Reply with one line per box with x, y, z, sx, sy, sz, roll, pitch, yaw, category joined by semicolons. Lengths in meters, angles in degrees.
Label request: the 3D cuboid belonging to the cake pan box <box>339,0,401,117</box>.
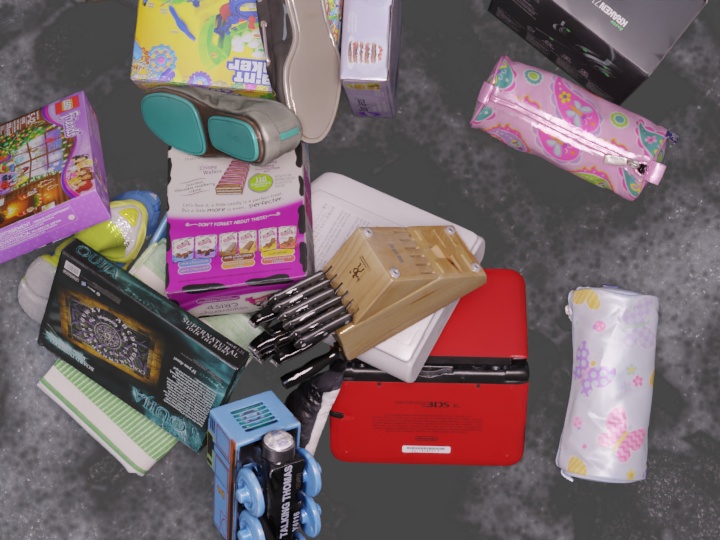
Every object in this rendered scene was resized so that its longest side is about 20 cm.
0.014;-0.263;1.261;0.052;0.184;0.201;3;88;2;cake pan box

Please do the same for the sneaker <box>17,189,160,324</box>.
-0.265;-0.015;1.308;0.200;0.105;0.076;-33;100;37;sneaker

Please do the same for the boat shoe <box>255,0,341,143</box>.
-0.062;-0.218;1.213;0.067;0.057;0.201;-6;92;-35;boat shoe

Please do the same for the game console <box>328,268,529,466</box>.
0.069;0.099;1.325;0.199;0.119;0.173;1;118;2;game console

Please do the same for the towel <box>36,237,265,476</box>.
-0.208;0.089;1.282;0.152;0.023;0.200;42;97;5;towel

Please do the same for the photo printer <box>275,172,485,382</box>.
0.000;0.000;1.277;0.199;0.070;0.167;24;70;17;photo printer

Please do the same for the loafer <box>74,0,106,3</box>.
-0.252;-0.372;1.337;0.069;0.075;0.201;10;92;-9;loafer

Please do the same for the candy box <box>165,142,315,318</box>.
-0.116;-0.058;1.248;0.136;0.061;0.201;-6;60;5;candy box

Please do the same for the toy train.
-0.093;0.216;1.210;0.086;0.114;0.201;-15;129;-27;toy train

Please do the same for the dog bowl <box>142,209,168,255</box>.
-0.178;0.005;1.321;0.111;0.050;0.200;29;89;3;dog bowl

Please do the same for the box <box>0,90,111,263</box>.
-0.322;-0.093;1.269;0.136;0.200;0.039;-22;128;0;box

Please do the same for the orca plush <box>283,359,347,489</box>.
-0.077;0.159;1.258;0.071;0.200;0.105;17;51;-8;orca plush

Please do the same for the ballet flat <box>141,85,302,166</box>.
-0.129;-0.139;1.213;0.064;0.200;0.068;-27;121;-35;ballet flat

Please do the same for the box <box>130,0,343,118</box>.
-0.114;-0.265;1.296;0.199;0.122;0.193;6;87;2;box

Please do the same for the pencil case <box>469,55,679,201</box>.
0.213;-0.143;1.298;0.200;0.087;0.088;27;88;4;pencil case

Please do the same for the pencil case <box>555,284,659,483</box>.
0.247;0.113;1.286;0.090;0.083;0.201;4;88;-4;pencil case

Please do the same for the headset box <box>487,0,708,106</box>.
0.223;-0.258;1.246;0.174;0.200;0.093;39;89;4;headset box

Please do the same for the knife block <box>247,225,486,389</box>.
-0.002;0.038;1.196;0.176;0.200;0.064;-49;61;34;knife block

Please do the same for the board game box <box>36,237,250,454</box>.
-0.210;0.073;1.221;0.200;0.028;0.135;34;131;6;board game box
